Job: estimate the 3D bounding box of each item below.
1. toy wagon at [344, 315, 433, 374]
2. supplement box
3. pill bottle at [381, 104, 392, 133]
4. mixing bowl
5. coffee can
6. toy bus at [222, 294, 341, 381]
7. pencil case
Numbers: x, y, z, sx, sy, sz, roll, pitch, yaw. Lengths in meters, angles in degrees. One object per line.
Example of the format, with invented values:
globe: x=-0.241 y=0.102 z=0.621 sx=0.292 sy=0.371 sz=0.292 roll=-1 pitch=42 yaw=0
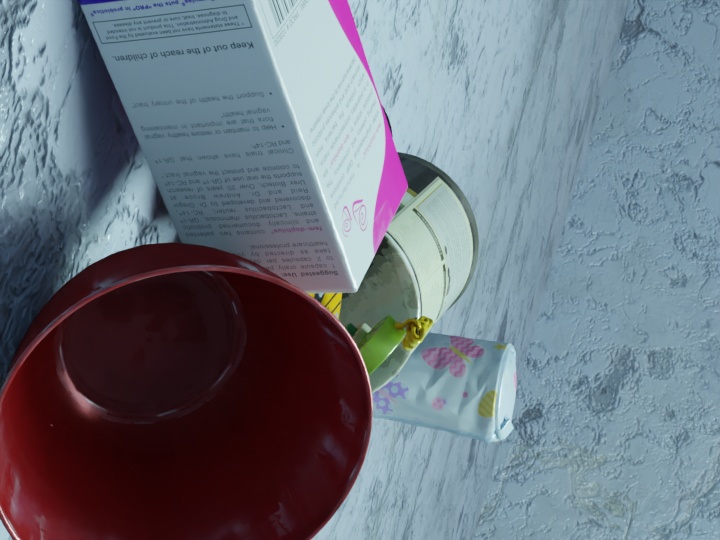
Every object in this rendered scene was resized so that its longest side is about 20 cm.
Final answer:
toy wagon: x=-0.031 y=0.086 z=1.155 sx=0.200 sy=0.040 sz=0.155 roll=-45 pitch=-177 yaw=27
supplement box: x=-0.057 y=-0.094 z=0.943 sx=0.101 sy=0.103 sz=0.201 roll=-63 pitch=141 yaw=-47
pill bottle: x=-0.042 y=-0.075 z=1.147 sx=0.200 sy=0.111 sz=0.113 roll=-34 pitch=137 yaw=-72
mixing bowl: x=-0.102 y=0.062 z=0.926 sx=0.109 sy=0.199 sz=0.201 roll=-119 pitch=-148 yaw=-57
coffee can: x=0.000 y=0.000 z=1.344 sx=0.200 sy=0.145 sz=0.147 roll=-44 pitch=146 yaw=-68
toy bus: x=-0.067 y=0.037 z=1.104 sx=0.200 sy=0.065 sz=0.079 roll=-53 pitch=154 yaw=-65
pencil case: x=0.036 y=0.095 z=1.509 sx=0.083 sy=0.199 sz=0.091 roll=80 pitch=19 yaw=-49
